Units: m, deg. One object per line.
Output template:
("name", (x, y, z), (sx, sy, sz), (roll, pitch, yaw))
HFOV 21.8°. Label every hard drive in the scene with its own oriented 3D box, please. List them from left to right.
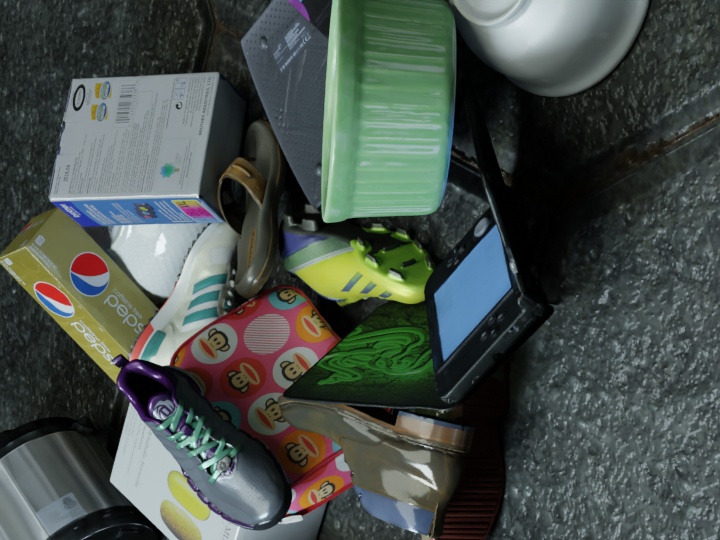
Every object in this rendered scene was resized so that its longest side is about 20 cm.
("hard drive", (-0.035, -0.172, 1.733), (0.135, 0.042, 0.201), (-46, 58, 39))

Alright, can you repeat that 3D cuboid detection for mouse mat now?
("mouse mat", (0.047, 0.069, 1.567), (0.199, 0.161, 0.008), (-1, 120, 43))

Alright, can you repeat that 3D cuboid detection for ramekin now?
("ramekin", (0.022, -0.138, 1.551), (0.200, 0.097, 0.201), (-177, 90, -87))

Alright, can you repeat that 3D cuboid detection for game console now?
("game console", (0.078, -0.026, 1.489), (0.176, 0.116, 0.200), (-49, 19, 21))

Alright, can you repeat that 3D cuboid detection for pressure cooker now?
("pressure cooker", (-0.327, 0.252, 1.972), (0.200, 0.175, 0.179), (49, 121, 31))

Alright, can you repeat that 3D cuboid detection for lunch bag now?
("lunch bag", (-0.080, 0.125, 1.694), (0.200, 0.176, 0.082), (50, 164, 32))

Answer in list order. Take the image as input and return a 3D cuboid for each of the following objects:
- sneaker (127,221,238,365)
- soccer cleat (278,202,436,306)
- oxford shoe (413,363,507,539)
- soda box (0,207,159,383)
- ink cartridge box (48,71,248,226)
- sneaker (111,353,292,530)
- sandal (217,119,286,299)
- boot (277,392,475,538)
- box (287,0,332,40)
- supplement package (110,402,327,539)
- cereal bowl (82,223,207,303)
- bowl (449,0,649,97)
("sneaker", (-0.143, 0.041, 1.819), (0.093, 0.070, 0.200), (28, 77, 15))
("soccer cleat", (0.000, 0.000, 1.696), (0.200, 0.065, 0.084), (23, 126, 44))
("oxford shoe", (0.078, 0.160, 1.606), (0.075, 0.070, 0.201), (7, 86, 51))
("soda box", (-0.270, 0.032, 1.898), (0.200, 0.064, 0.068), (48, 145, -19))
("ink cartridge box", (-0.222, -0.118, 1.833), (0.199, 0.076, 0.137), (0, 69, 20))
("sneaker", (-0.144, 0.149, 1.609), (0.200, 0.087, 0.075), (40, 92, 32))
("sandal", (-0.109, -0.064, 1.763), (0.082, 0.054, 0.201), (129, 151, -52))
("boot", (0.001, 0.160, 1.572), (0.199, 0.075, 0.098), (8, 86, 40))
("box", (-0.020, -0.298, 1.684), (0.200, 0.036, 0.143), (46, 106, 32))
("supplement package", (-0.136, 0.202, 1.806), (0.200, 0.109, 0.114), (34, 116, 42))
("cereal bowl", (-0.237, -0.065, 1.932), (0.199, 0.083, 0.201), (0, 90, 48))
("bowl", (0.134, -0.244, 1.510), (0.200, 0.090, 0.202), (2, 92, 47))
